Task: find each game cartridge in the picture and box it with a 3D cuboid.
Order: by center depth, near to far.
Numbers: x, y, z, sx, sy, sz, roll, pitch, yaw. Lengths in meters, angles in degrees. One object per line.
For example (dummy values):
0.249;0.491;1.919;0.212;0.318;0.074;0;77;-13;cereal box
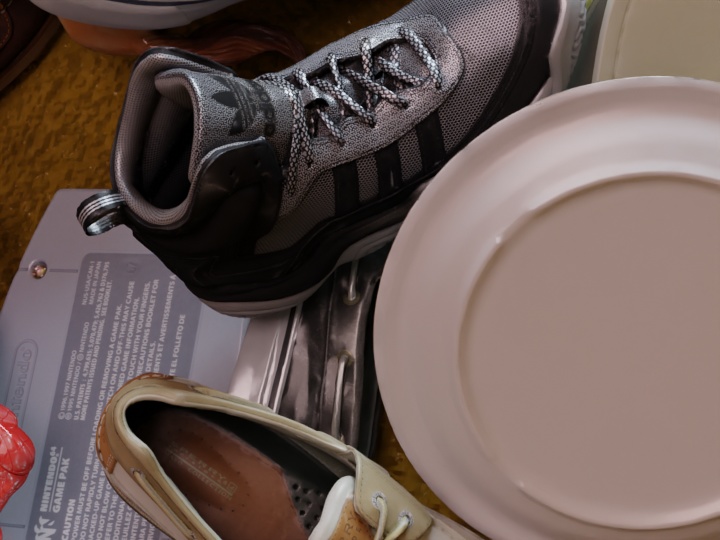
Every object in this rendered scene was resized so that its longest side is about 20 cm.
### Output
-0.107;0.061;0.800;0.133;0.040;0.201;3;72;20;game cartridge

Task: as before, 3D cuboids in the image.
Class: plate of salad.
0.104;0.022;0.670;0.200;0.200;0.048;-26;19;12;plate of salad

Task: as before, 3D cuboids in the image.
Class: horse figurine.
-0.117;-0.148;0.843;0.200;0.050;0.132;38;59;21;horse figurine

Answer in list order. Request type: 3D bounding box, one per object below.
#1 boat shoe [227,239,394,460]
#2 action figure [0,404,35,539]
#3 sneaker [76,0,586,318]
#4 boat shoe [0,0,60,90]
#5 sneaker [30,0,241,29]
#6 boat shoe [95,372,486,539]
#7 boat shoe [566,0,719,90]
0.000;0.000;0.764;0.071;0.072;0.201;11;80;15;boat shoe
-0.197;0.038;0.776;0.065;0.099;0.200;-45;46;25;action figure
-0.013;-0.058;0.667;0.200;0.114;0.076;-38;60;19;sneaker
-0.208;-0.114;0.888;0.070;0.070;0.200;27;81;32;boat shoe
-0.052;-0.158;0.785;0.199;0.071;0.073;-13;63;-19;sneaker
-0.012;0.105;0.672;0.200;0.068;0.075;27;77;4;boat shoe
0.100;-0.035;0.706;0.072;0.060;0.202;13;112;-5;boat shoe
